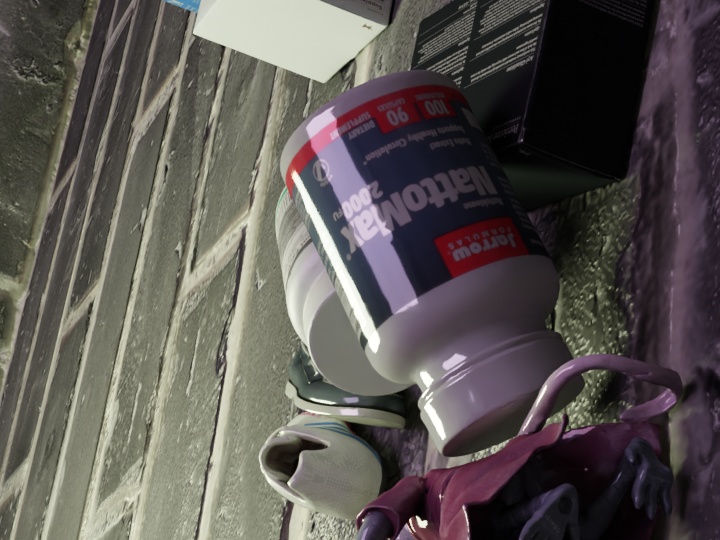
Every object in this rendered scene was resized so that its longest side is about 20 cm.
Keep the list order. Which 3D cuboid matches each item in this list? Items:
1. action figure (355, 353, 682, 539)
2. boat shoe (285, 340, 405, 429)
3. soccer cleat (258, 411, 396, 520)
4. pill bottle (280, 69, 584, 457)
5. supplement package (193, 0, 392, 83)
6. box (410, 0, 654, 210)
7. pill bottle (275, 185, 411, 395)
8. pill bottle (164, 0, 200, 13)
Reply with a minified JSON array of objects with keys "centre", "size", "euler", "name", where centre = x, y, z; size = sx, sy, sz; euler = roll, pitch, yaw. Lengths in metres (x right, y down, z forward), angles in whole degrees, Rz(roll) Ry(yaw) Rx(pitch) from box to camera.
[{"centre":[0.060,0.121,0.752],"size":[0.200,0.134,0.149],"euler":[-24,49,61],"name":"action figure"},{"centre":[-0.012,0.078,1.067],"size":[0.200,0.073,0.062],"euler":[-172,96,-75],"name":"boat shoe"},{"centre":[-0.043,0.137,1.073],"size":[0.200,0.086,0.070],"euler":[7,80,70],"name":"soccer cleat"},{"centre":[0.045,-0.003,0.815],"size":[0.120,0.120,0.200],"euler":[-49,61,47],"name":"pill bottle"},{"centre":[-0.054,-0.322,1.402],"size":[0.152,0.151,0.200],"euler":[-30,45,60],"name":"supplement package"},{"centre":[0.099,-0.116,0.934],"size":[0.200,0.079,0.141],"euler":[-16,56,66],"name":"box"},{"centre":[0.000,0.000,1.025],"size":[0.200,0.113,0.113],"euler":[-105,38,-62],"name":"pill bottle"},{"centre":[-0.175,-0.356,1.676],"size":[0.112,0.200,0.112],"euler":[-53,26,41],"name":"pill bottle"}]
